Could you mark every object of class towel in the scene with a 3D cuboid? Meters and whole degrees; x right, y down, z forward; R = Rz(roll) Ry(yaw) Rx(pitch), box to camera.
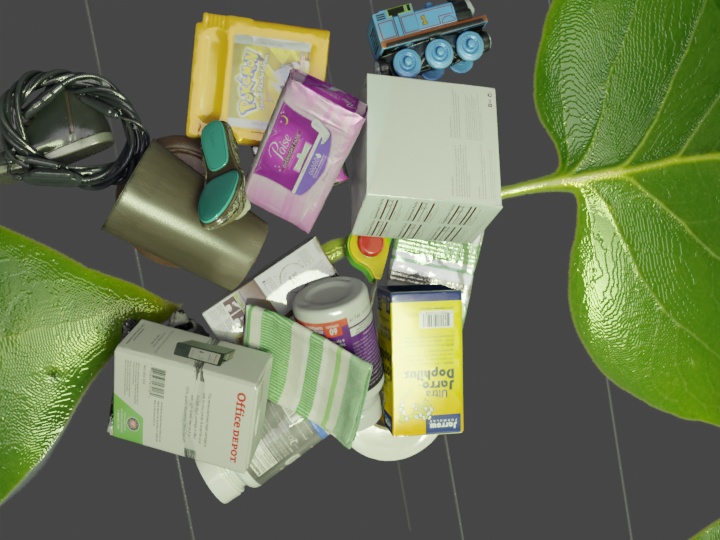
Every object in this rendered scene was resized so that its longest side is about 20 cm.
[{"bbox_3d":[-0.081,0.142,0.946,0.197,0.023,0.155,27,127,21],"label":"towel"},{"bbox_3d":[0.119,-0.014,1.134,0.145,0.031,0.205,12,93,-7],"label":"towel"}]

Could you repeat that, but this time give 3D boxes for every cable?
[{"bbox_3d":[-0.398,-0.199,0.974,0.195,0.051,0.168,-1,83,-16],"label":"cable"}]

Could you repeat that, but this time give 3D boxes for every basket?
[{"bbox_3d":[-0.241,-0.070,0.979,0.198,0.181,0.137,32,107,-20],"label":"basket"}]

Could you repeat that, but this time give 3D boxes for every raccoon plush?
[{"bbox_3d":[-0.305,0.154,1.058,0.131,0.097,0.204,9,117,-21],"label":"raccoon plush"}]

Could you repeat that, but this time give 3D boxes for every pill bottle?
[{"bbox_3d":[-0.025,0.123,0.986,0.109,0.112,0.205,-15,113,-8],"label":"pill bottle"},{"bbox_3d":[-0.148,0.254,1.055,0.198,0.114,0.115,-35,97,-6],"label":"pill bottle"}]

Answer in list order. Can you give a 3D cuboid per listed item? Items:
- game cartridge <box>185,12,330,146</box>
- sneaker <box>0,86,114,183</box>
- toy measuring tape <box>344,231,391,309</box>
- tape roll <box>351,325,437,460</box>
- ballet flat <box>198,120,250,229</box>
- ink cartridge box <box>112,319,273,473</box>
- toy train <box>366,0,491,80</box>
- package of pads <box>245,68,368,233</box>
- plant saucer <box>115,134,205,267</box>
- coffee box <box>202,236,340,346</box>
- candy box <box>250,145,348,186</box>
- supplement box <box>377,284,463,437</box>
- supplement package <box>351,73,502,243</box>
[{"bbox_3d":[-0.149,-0.273,1.012,0.194,0.032,0.181,5,93,-7],"label":"game cartridge"},{"bbox_3d":[-0.472,-0.203,1.010,0.196,0.075,0.108,-23,92,-17],"label":"sneaker"},{"bbox_3d":[0.000,0.000,1.078,0.072,0.074,0.205,18,73,-9],"label":"toy measuring tape"},{"bbox_3d":[0.044,0.193,1.105,0.197,0.071,0.208,0,92,-9],"label":"tape roll"},{"bbox_3d":[-0.179,-0.118,0.934,0.067,0.203,0.076,-22,140,12],"label":"ballet flat"},{"bbox_3d":[-0.228,0.171,0.943,0.195,0.084,0.149,14,116,4],"label":"ink cartridge box"},{"bbox_3d":[0.107,-0.362,1.086,0.195,0.087,0.117,-18,89,-8],"label":"toy train"},{"bbox_3d":[-0.082,-0.165,0.970,0.118,0.076,0.202,25,119,-9],"label":"package of pads"},{"bbox_3d":[-0.277,-0.106,1.060,0.195,0.034,0.206,0,92,-9],"label":"plant saucer"},{"bbox_3d":[-0.134,0.036,1.048,0.198,0.114,0.081,-34,98,-5],"label":"coffee box"},{"bbox_3d":[-0.109,-0.217,1.068,0.133,0.061,0.205,-18,95,-7],"label":"candy box"},{"bbox_3d":[0.086,0.127,1.018,0.106,0.109,0.206,-2,93,-9],"label":"supplement box"},{"bbox_3d":[0.091,-0.160,1.033,0.194,0.147,0.196,4,70,-9],"label":"supplement package"}]
